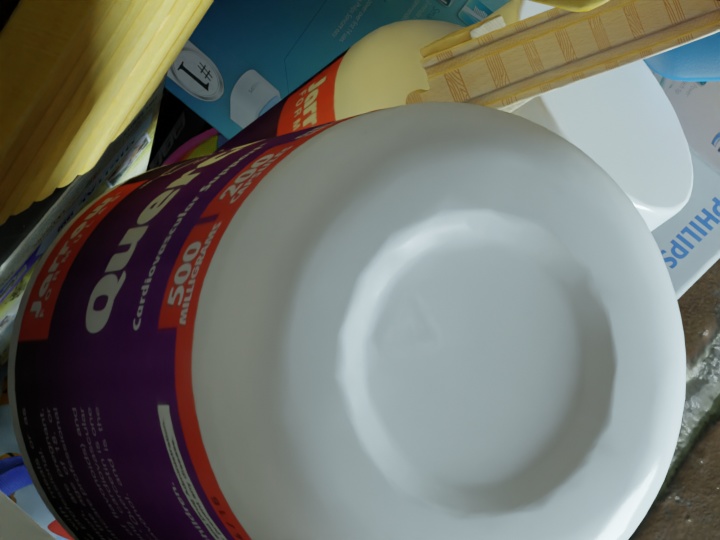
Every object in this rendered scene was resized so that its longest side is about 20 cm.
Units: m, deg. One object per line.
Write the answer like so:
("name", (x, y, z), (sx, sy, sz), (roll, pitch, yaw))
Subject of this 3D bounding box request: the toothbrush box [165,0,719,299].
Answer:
("toothbrush box", (0.042, -0.069, 0.955), (0.085, 0.200, 0.146), (-49, 178, -39))

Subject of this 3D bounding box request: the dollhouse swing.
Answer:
("dollhouse swing", (0.012, -0.072, 0.712), (0.200, 0.181, 0.176), (-51, 160, -76))

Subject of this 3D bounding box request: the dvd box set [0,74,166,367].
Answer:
("dvd box set", (-0.125, 0.001, 0.950), (0.146, 0.029, 0.200), (-50, 179, -11))

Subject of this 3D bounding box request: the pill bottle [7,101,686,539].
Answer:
("pill bottle", (-0.016, 0.024, 0.672), (0.112, 0.112, 0.200), (-50, -164, -19))

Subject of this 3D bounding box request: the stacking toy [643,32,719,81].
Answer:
("stacking toy", (0.164, -0.112, 0.896), (0.110, 0.116, 0.200), (-4, 177, 25))

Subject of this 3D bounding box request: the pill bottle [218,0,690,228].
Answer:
("pill bottle", (0.000, 0.000, 0.865), (0.200, 0.113, 0.112), (-36, -173, 30))

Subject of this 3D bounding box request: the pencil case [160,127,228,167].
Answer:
("pencil case", (-0.015, 0.022, 1.082), (0.088, 0.088, 0.200), (-50, 145, -11))

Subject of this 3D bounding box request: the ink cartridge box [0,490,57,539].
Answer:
("ink cartridge box", (-0.116, 0.172, 0.827), (0.147, 0.146, 0.200), (-36, -141, -20))

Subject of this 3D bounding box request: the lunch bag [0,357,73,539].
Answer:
("lunch bag", (-0.075, 0.095, 1.066), (0.124, 0.170, 0.200), (-52, -153, -20))

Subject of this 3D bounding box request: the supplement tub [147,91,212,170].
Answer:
("supplement tub", (-0.021, -0.052, 1.160), (0.123, 0.122, 0.200), (-50, 180, -35))

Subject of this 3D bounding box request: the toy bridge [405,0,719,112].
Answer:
("toy bridge", (0.100, -0.076, 0.715), (0.200, 0.027, 0.067), (-21, -175, 22))
